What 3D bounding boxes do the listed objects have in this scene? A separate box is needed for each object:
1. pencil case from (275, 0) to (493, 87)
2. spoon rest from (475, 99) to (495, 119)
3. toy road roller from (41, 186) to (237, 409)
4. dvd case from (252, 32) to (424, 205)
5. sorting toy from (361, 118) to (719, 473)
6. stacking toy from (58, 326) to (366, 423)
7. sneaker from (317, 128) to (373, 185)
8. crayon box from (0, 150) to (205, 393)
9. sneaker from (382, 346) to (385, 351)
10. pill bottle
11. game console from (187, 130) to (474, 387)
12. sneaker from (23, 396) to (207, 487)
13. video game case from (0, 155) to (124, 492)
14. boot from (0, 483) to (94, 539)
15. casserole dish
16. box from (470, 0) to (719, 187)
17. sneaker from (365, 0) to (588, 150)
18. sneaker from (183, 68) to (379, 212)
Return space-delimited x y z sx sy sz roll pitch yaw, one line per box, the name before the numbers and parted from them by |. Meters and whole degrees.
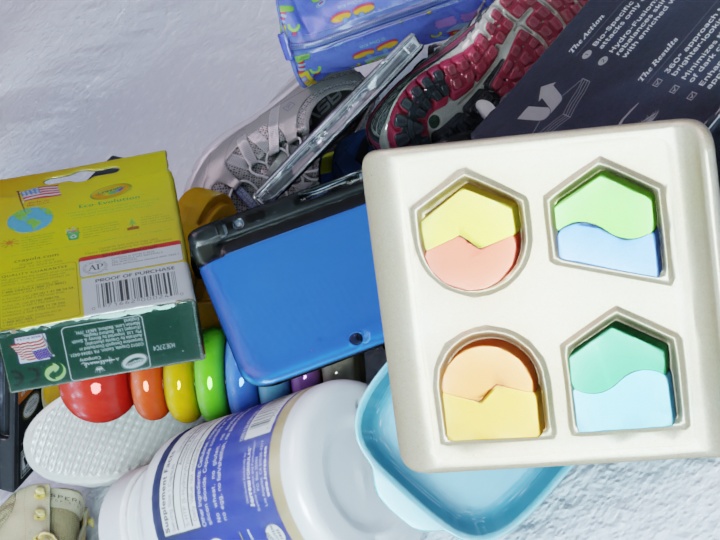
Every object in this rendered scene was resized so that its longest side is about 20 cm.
pencil case | 0.030 -0.203 1.559 0.199 0.078 0.087 -16 9 16
spoon rest | 0.178 -0.136 1.377 0.200 0.061 0.099 -30 32 1
toy road roller | -0.134 0.038 1.483 0.145 0.123 0.201 14 84 15
dvd case | -0.012 -0.106 1.404 0.149 0.016 0.200 -46 2 5
sorting toy | 0.101 0.019 1.104 0.199 0.186 0.036 -4 11 20
stacking toy | -0.098 0.071 1.323 0.199 0.086 0.086 -5 40 6
sneaker | 0.016 -0.041 1.446 0.078 0.066 0.200 -30 33 20
crayon box | -0.175 -0.004 1.340 0.126 0.051 0.200 -9 33 -4
sneaker | 0.057 0.037 1.290 0.083 0.072 0.200 -28 38 -3
pill bottle | -0.066 0.147 1.264 0.200 0.120 0.120 -21 38 41
game console | 0.000 0.000 1.307 0.199 0.119 0.171 -19 -8 -7
sneaker | -0.127 0.109 1.393 0.199 0.082 0.074 -13 71 0
video game case | -0.220 0.037 1.510 0.025 0.181 0.200 15 32 14
boot | -0.207 0.208 1.424 0.200 0.073 0.156 -34 30 29
casserole dish | 0.084 0.066 1.189 0.200 0.121 0.039 -49 -2 -5
box | 0.205 -0.096 1.216 0.197 0.117 0.200 -49 30 -4
sneaker | 0.085 -0.149 1.444 0.200 0.081 0.075 -36 18 -18
sneaker | -0.064 -0.090 1.596 0.200 0.075 0.082 -51 28 -10
